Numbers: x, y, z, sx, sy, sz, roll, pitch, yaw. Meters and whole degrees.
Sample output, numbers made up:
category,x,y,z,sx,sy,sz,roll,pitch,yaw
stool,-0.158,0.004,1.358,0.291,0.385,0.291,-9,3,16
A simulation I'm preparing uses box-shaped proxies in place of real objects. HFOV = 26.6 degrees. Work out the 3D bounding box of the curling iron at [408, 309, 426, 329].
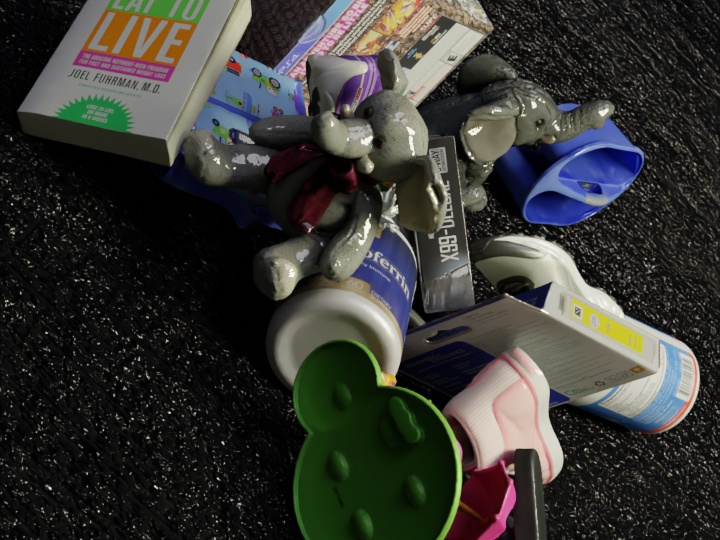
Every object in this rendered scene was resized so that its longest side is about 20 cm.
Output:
category,x,y,z,sx,sy,sz,roll,pitch,yaw
curling iron,0.000,0.000,1.462,0.200,0.050,0.026,47,71,-9

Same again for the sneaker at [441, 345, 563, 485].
category,x,y,z,sx,sy,sz,roll,pitch,yaw
sneaker,0.122,0.156,1.383,0.075,0.105,0.200,42,-18,32

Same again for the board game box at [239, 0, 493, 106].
category,x,y,z,sx,sy,sz,roll,pitch,yaw
board game box,0.001,-0.247,1.515,0.200,0.159,0.097,14,42,-46

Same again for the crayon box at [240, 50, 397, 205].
category,x,y,z,sx,sy,sz,roll,pitch,yaw
crayon box,-0.043,-0.143,1.553,0.119,0.058,0.200,12,44,-46

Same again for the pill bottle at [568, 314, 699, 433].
category,x,y,z,sx,sy,sz,roll,pitch,yaw
pill bottle,0.258,0.097,1.614,0.200,0.112,0.112,24,37,-37

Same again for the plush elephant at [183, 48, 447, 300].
category,x,y,z,sx,sy,sz,roll,pitch,yaw
plush elephant,-0.012,-0.086,1.232,0.200,0.155,0.165,-5,57,-37

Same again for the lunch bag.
category,x,y,z,sx,sy,sz,roll,pitch,yaw
lunch bag,-0.121,-0.108,1.357,0.150,0.094,0.200,23,34,-33

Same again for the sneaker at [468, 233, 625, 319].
category,x,y,z,sx,sy,sz,roll,pitch,yaw
sneaker,0.179,0.032,1.450,0.200,0.074,0.079,37,55,-28

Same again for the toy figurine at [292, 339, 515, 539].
category,x,y,z,sx,sy,sz,roll,pitch,yaw
toy figurine,0.047,0.164,1.243,0.184,0.150,0.200,26,33,-55

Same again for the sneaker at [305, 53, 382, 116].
category,x,y,z,sx,sy,sz,roll,pitch,yaw
sneaker,-0.003,-0.131,1.374,0.200,0.083,0.081,93,-13,-71

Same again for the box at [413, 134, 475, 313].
category,x,y,z,sx,sy,sz,roll,pitch,yaw
box,0.073,-0.050,1.454,0.200,0.050,0.158,-79,162,-84

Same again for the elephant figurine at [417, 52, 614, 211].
category,x,y,z,sx,sy,sz,roll,pitch,yaw
elephant figurine,0.150,-0.171,1.701,0.155,0.200,0.142,-3,57,-55

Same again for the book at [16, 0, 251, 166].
category,x,y,z,sx,sy,sz,roll,pitch,yaw
book,-0.189,-0.180,1.298,0.133,0.048,0.200,12,52,11

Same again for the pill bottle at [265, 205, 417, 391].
category,x,y,z,sx,sy,sz,roll,pitch,yaw
pill bottle,-0.011,0.019,1.340,0.116,0.116,0.200,39,29,-15

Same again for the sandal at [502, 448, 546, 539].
category,x,y,z,sx,sy,sz,roll,pitch,yaw
sandal,0.134,0.252,1.299,0.075,0.048,0.201,59,28,-61

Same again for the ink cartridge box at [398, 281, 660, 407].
category,x,y,z,sx,sy,sz,roll,pitch,yaw
ink cartridge box,0.133,0.069,1.391,0.200,0.197,0.047,29,55,-32

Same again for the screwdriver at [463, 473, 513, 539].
category,x,y,z,sx,sy,sz,roll,pitch,yaw
screwdriver,0.099,0.197,1.379,0.200,0.029,0.028,50,28,23

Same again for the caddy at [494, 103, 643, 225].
category,x,y,z,sx,sy,sz,roll,pitch,yaw
caddy,0.260,-0.119,1.852,0.200,0.141,0.105,2,49,-52
